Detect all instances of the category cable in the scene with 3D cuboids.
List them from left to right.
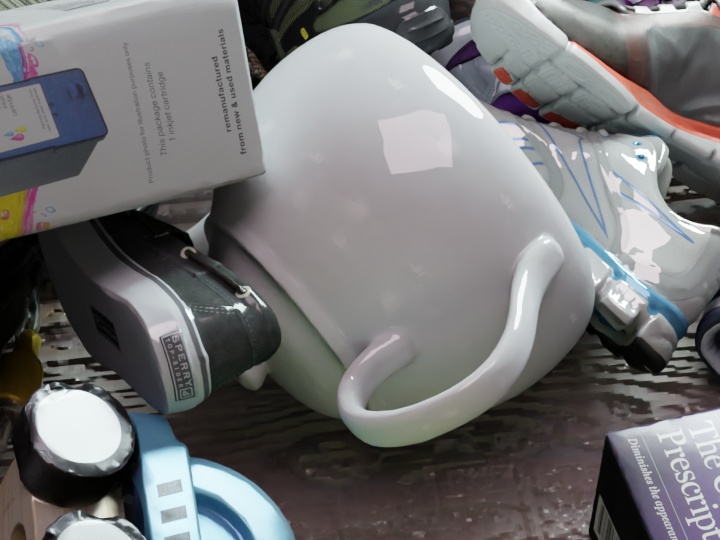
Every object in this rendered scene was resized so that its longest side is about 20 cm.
[{"bbox_3d":[-0.169,0.014,1.218,0.097,0.051,0.200,10,37,20],"label":"cable"}]

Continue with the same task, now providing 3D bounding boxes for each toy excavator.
[{"bbox_3d":[-0.049,0.150,1.035,0.199,0.100,0.195,6,49,-24],"label":"toy excavator"}]

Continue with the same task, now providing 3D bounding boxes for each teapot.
[{"bbox_3d":[0.000,0.000,1.133,0.146,0.200,0.197,-40,77,-12],"label":"teapot"}]

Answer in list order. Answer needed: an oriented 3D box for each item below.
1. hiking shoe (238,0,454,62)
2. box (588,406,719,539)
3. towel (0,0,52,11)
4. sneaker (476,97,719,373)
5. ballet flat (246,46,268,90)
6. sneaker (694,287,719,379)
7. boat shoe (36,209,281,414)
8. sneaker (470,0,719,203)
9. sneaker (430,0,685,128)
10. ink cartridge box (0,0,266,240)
[{"bbox_3d":[-0.024,-0.149,1.260,0.075,0.101,0.200,-27,23,-21],"label":"hiking shoe"},{"bbox_3d":[0.196,0.151,1.068,0.140,0.079,0.201,-11,50,-13],"label":"box"},{"bbox_3d":[-0.219,-0.148,1.299,0.199,0.035,0.192,-15,35,-36],"label":"towel"},{"bbox_3d":[0.099,-0.042,1.207,0.087,0.075,0.200,-42,65,-10],"label":"sneaker"},{"bbox_3d":[-0.114,-0.069,1.235,0.075,0.068,0.200,32,40,26],"label":"ballet flat"},{"bbox_3d":[0.251,0.033,1.171,0.199,0.070,0.109,15,46,21],"label":"sneaker"},{"bbox_3d":[-0.093,0.008,1.115,0.056,0.069,0.200,-20,26,-17],"label":"boat shoe"},{"bbox_3d":[0.141,-0.102,1.232,0.199,0.077,0.082,28,76,-26],"label":"sneaker"},{"bbox_3d":[0.131,-0.093,1.293,0.199,0.074,0.088,-13,69,-4],"label":"sneaker"},{"bbox_3d":[-0.160,-0.063,1.086,0.199,0.088,0.145,-14,11,-22],"label":"ink cartridge box"}]
